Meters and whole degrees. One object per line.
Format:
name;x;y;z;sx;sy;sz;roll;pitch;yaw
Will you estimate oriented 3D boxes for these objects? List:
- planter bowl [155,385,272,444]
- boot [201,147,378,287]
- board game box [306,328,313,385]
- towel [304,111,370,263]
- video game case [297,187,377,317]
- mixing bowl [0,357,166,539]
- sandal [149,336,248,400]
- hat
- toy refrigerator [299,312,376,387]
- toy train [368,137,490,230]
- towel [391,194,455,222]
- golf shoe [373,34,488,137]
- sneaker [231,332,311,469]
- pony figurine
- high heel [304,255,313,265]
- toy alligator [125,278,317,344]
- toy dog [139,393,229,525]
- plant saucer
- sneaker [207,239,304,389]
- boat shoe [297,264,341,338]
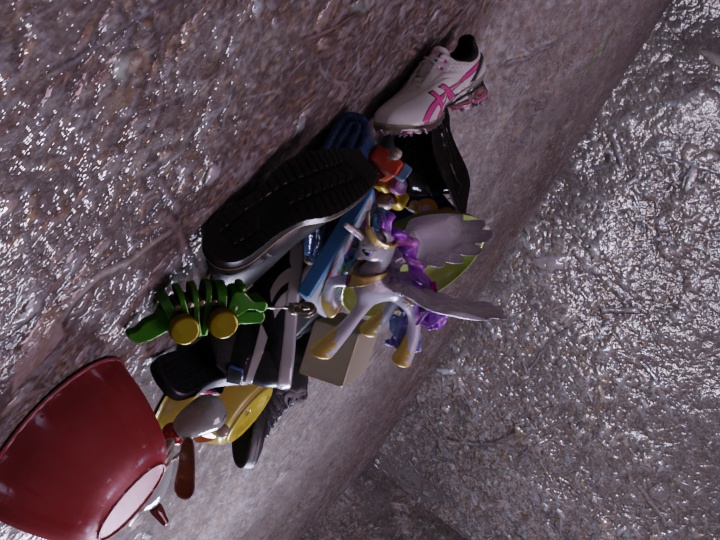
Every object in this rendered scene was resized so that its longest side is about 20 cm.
planter bowl;-0.172;0.162;1.429;0.200;0.083;0.200;-50;168;-15
boot;-0.082;-0.048;1.177;0.200;0.078;0.138;-27;164;-18
board game box;-0.122;0.160;1.674;0.200;0.064;0.148;-48;168;-29
towel;-0.026;-0.091;1.293;0.200;0.048;0.112;100;13;-63
video game case;-0.021;-0.019;1.318;0.143;0.018;0.200;-59;172;-6
mixing bowl;-0.266;0.197;1.105;0.200;0.108;0.200;-51;169;-14
sandal;-0.185;0.117;1.296;0.045;0.075;0.200;-43;165;25
hat;0.089;-0.149;1.498;0.081;0.201;0.201;-14;177;15
toy refrigerator;-0.029;0.107;1.547;0.200;0.070;0.076;-7;115;-80
toy train;0.062;-0.085;1.416;0.056;0.200;0.150;-56;-166;-12
towel;0.086;-0.050;1.610;0.148;0.050;0.200;-56;-149;15
golf shoe;0.081;-0.226;1.355;0.200;0.073;0.092;-35;126;-41
sneaker;-0.115;0.180;1.547;0.060;0.104;0.200;-11;-110;53
pony figurine;0.050;0.020;1.239;0.167;0.193;0.200;-101;-155;-46
high heel;0.000;0.000;1.463;0.071;0.143;0.200;-29;-177;29
toy alligator;-0.138;0.032;1.118;0.200;0.059;0.054;-9;115;-21
toy dog;-0.216;0.231;1.270;0.200;0.096;0.132;-32;-160;42
plant saucer;0.061;-0.014;1.372;0.200;0.031;0.200;-22;151;-13
sneaker;-0.125;0.032;1.271;0.073;0.112;0.200;118;-23;-80
boat shoe;-0.070;0.033;1.525;0.200;0.072;0.071;-40;178;-30
